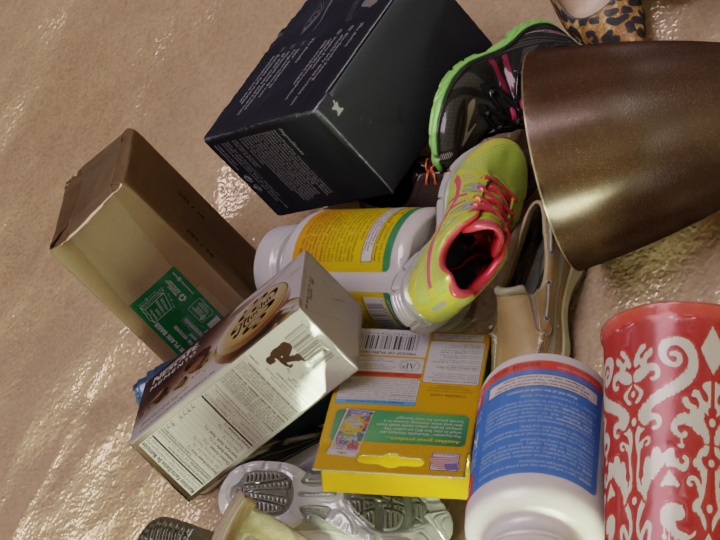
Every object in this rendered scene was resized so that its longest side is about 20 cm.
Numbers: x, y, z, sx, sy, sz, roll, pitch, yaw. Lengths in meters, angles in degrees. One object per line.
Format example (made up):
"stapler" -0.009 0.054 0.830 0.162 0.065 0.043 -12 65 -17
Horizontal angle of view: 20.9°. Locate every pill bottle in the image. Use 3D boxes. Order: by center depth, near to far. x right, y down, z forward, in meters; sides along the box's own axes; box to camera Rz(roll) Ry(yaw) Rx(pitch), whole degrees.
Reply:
"pill bottle" 0.138 0.171 1.510 0.112 0.112 0.201 -24 33 28
"pill bottle" 0.000 0.000 1.784 0.199 0.113 0.114 -1 62 42

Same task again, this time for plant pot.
"plant pot" 0.254 -0.113 1.602 0.198 0.187 0.189 -13 53 18

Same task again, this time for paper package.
"paper package" -0.190 -0.014 1.865 0.103 0.200 0.191 -41 17 11

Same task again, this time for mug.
"mug" 0.256 0.137 1.447 0.176 0.133 0.202 -14 57 37

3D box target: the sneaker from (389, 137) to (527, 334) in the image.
"sneaker" 0.103 -0.035 1.671 0.090 0.078 0.201 -28 32 57

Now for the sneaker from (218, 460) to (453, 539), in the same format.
"sneaker" -0.019 0.212 1.665 0.198 0.100 0.079 8 60 6

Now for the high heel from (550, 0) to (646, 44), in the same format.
"high heel" 0.187 -0.282 1.781 0.071 0.143 0.201 -38 43 6

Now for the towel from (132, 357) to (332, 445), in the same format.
"towel" -0.098 0.106 1.768 0.198 0.112 0.049 -21 26 12

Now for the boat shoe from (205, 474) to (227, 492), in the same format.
"boat shoe" -0.117 0.120 1.841 0.200 0.068 0.072 -46 42 8

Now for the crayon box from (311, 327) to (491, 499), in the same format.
"crayon box" 0.037 0.125 1.616 0.124 0.052 0.201 2 32 9

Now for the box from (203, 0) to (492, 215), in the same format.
"box" -0.013 -0.168 1.848 0.199 0.117 0.197 -9 42 55

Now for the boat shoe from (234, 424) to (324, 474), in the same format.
"boat shoe" -0.033 0.168 1.725 0.199 0.072 0.068 -25 35 28

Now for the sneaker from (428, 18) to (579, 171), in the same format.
"sneaker" 0.134 -0.159 1.764 0.083 0.077 0.200 26 56 36

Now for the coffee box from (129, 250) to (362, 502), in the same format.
"coffee box" -0.096 0.091 1.671 0.199 0.080 0.113 -39 19 19

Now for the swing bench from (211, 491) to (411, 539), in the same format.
"swing bench" -0.002 0.284 1.525 0.199 0.199 0.131 8 68 45

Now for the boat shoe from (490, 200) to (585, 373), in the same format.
"boat shoe" 0.138 0.036 1.660 0.071 0.076 0.202 -7 59 37

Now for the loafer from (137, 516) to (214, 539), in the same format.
"loafer" -0.110 0.274 1.735 0.199 0.067 0.077 22 78 32

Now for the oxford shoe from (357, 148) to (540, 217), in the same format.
"oxford shoe" 0.086 -0.073 1.785 0.199 0.072 0.072 -19 51 32
